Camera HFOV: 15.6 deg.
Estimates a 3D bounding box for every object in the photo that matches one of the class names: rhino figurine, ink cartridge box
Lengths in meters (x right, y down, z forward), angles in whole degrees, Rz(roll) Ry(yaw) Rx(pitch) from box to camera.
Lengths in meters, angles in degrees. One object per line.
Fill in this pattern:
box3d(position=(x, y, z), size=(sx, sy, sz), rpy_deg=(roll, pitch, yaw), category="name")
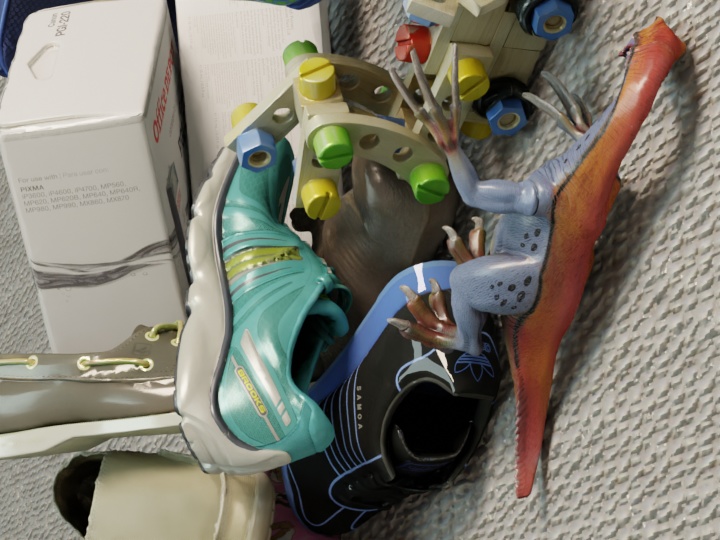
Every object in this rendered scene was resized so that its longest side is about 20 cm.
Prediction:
box3d(position=(0.000, 0.000, 1.364), size=(0.088, 0.060, 0.201), rpy_deg=(62, 146, 39), category="rhino figurine")
box3d(position=(-0.132, -0.030, 1.446), size=(0.146, 0.084, 0.201), rpy_deg=(-88, -12, -58), category="ink cartridge box")

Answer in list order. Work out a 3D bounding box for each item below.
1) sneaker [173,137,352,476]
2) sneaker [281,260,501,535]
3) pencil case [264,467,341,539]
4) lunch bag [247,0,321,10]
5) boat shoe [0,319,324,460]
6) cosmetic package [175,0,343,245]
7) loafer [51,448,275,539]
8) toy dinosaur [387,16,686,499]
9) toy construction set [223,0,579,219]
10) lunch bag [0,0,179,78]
box3d(position=(-0.042, 0.015, 1.306), size=(0.078, 0.079, 0.201), rpy_deg=(68, -162, -52), category="sneaker")
box3d(position=(0.013, 0.084, 1.300), size=(0.200, 0.070, 0.078), rpy_deg=(116, 151, -45), category="sneaker")
box3d(position=(-0.034, 0.183, 1.383), size=(0.083, 0.086, 0.200), rpy_deg=(-48, 36, 23), category="pencil case")
box3d(position=(-0.024, -0.217, 1.209), size=(0.200, 0.082, 0.162), rpy_deg=(141, 128, -57), category="lunch bag")
box3d(position=(-0.114, 0.058, 1.368), size=(0.072, 0.201, 0.061), rpy_deg=(15, -114, -75), category="boat shoe")
box3d(position=(-0.055, -0.099, 1.455), size=(0.051, 0.082, 0.201), rpy_deg=(40, -135, -80), category="cosmetic package")
box3d(position=(-0.107, 0.132, 1.379), size=(0.200, 0.068, 0.076), rpy_deg=(-4, 74, 62), category="loafer")
box3d(position=(0.096, -0.025, 1.158), size=(0.181, 0.105, 0.200), rpy_deg=(-29, 95, 50), category="toy dinosaur")
box3d(position=(0.026, -0.105, 1.220), size=(0.200, 0.131, 0.093), rpy_deg=(125, 143, -52), category="toy construction set")
box3d(position=(-0.174, -0.191, 1.676), size=(0.132, 0.199, 0.136), rpy_deg=(29, 109, 48), category="lunch bag")
